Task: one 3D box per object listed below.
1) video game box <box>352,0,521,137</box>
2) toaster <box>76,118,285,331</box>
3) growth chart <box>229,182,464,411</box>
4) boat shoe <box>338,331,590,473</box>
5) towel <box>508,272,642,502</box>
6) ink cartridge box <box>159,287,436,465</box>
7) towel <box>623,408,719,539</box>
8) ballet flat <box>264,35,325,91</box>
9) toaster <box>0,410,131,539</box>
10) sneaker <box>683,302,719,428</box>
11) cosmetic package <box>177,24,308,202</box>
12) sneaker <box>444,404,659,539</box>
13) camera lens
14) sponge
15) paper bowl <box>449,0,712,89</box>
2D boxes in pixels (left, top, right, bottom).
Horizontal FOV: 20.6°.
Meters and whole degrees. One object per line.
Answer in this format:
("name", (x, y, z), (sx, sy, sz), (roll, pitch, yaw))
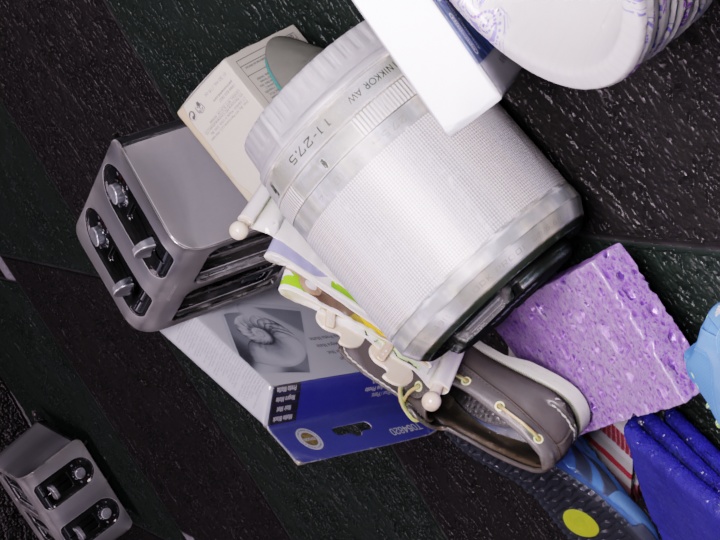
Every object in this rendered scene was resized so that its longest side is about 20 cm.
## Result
("video game box", (0.024, -0.187, 1.166), (0.201, 0.047, 0.182), (54, -164, -7))
("toaster", (-0.117, -0.052, 1.620), (0.120, 0.198, 0.181), (63, 153, 13))
("growth chart", (0.000, 0.000, 1.388), (0.200, 0.145, 0.018), (40, 133, -1))
("boat shoe", (0.064, 0.083, 1.425), (0.200, 0.061, 0.072), (22, 139, 24))
("towel", (0.162, 0.079, 1.484), (0.144, 0.023, 0.201), (42, 156, 30))
("ink cartridge box", (-0.049, 0.079, 1.721), (0.200, 0.199, 0.041), (41, 117, 28))
("towel", (0.262, 0.197, 1.408), (0.148, 0.049, 0.201), (40, 160, 51))
("ballet flat", (0.012, -0.109, 1.456), (0.200, 0.067, 0.064), (49, 134, 4))
("toaster", (-0.475, 0.341, 3.123), (0.199, 0.118, 0.182), (15, 138, 58))
("sneaker", (0.258, 0.093, 1.257), (0.105, 0.075, 0.201), (-122, 11, -45))
("cosmetic package", (-0.033, -0.078, 1.501), (0.201, 0.103, 0.073), (52, 129, 4))
("sneaker", (0.155, 0.140, 1.493), (0.200, 0.079, 0.066), (39, 141, 1))
("camera lens", (0.039, -0.053, 1.329), (0.200, 0.160, 0.160), (49, 160, 8))
("sponge", (0.161, 0.053, 1.374), (0.112, 0.030, 0.200), (56, 159, 0))
("paper bowl", (0.106, -0.203, 1.019), (0.200, 0.104, 0.201), (43, 158, 22))
